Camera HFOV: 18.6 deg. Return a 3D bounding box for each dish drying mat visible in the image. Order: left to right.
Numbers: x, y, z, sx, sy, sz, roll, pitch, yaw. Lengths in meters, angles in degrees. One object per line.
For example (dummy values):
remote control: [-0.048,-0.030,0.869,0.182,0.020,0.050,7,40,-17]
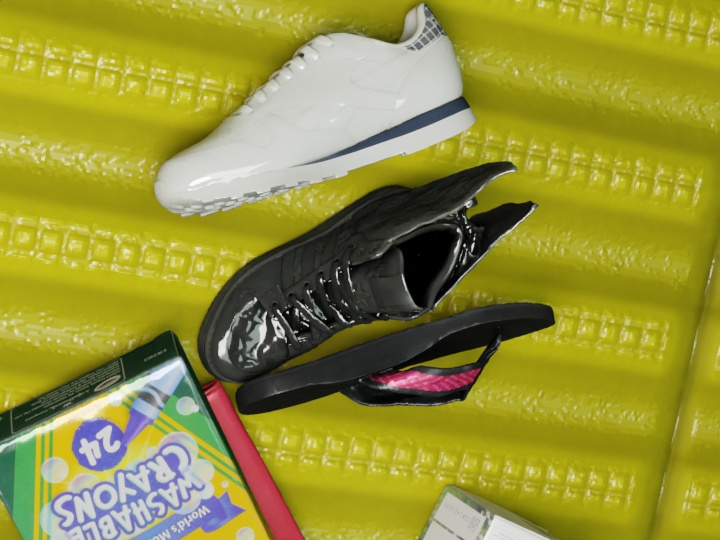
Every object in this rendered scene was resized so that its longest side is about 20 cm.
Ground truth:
dish drying mat: [-0.073,0.165,1.304,0.076,0.018,0.201,-29,110,-5]

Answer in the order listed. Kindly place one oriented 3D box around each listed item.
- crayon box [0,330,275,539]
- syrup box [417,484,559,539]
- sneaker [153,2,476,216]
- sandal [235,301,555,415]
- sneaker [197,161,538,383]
crayon box: [-0.119,0.153,1.253,0.125,0.052,0.201,-25,110,-2]
syrup box: [0.053,0.243,1.342,0.081,0.079,0.201,26,89,-22]
sneaker: [-0.032,-0.088,1.255,0.199,0.076,0.081,-21,96,-23]
sandal: [0.024,0.063,1.296,0.198,0.075,0.045,-17,76,-16]
sneaker: [0.001,0.003,1.261,0.199,0.104,0.060,-37,112,-13]
